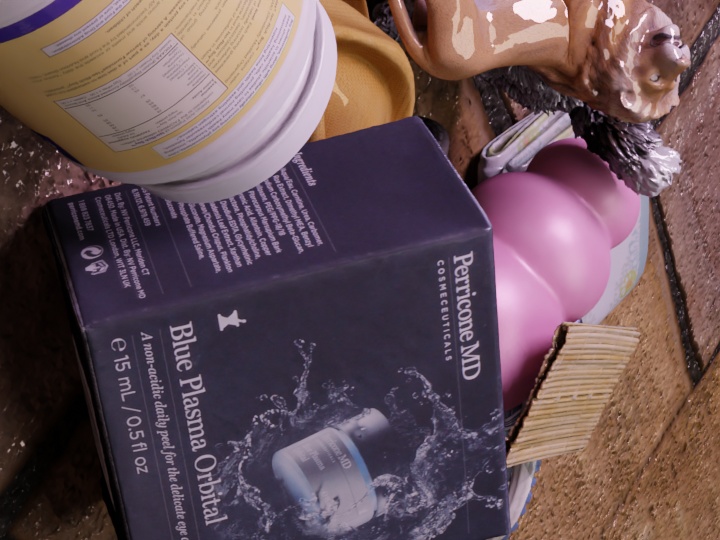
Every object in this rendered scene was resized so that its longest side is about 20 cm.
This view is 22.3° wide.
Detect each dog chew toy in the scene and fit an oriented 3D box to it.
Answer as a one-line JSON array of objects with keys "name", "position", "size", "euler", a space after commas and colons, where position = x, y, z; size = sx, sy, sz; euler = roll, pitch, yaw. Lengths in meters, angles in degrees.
[{"name": "dog chew toy", "position": [0.100, -0.004, 1.149], "size": [0.200, 0.124, 0.125], "euler": [-46, 142, -13]}]

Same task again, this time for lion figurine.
[{"name": "lion figurine", "position": [0.085, -0.138, 1.004], "size": [0.199, 0.072, 0.123], "euler": [-5, 97, -16]}]

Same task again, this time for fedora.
[{"name": "fedora", "position": [-0.028, -0.091, 0.971], "size": [0.200, 0.082, 0.201], "euler": [-31, 130, -46]}]

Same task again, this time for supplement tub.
[{"name": "supplement tub", "position": [-0.107, -0.125, 0.779], "size": [0.146, 0.145, 0.200], "euler": [-64, 147, -11]}]

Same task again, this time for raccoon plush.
[{"name": "raccoon plush", "position": [0.101, -0.126, 1.069], "size": [0.134, 0.200, 0.097], "euler": [-20, 149, -52]}]

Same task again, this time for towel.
[{"name": "towel", "position": [0.143, -0.031, 1.297], "size": [0.171, 0.048, 0.200], "euler": [-36, 134, -38]}]

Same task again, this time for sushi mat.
[{"name": "sushi mat", "position": [0.135, 0.077, 1.164], "size": [0.096, 0.012, 0.200], "euler": [-63, 160, 7]}]

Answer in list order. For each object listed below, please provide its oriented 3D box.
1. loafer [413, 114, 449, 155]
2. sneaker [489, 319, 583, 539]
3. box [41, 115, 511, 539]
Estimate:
[{"name": "loafer", "position": [0.000, 0.000, 1.070], "size": [0.200, 0.073, 0.071], "euler": [-53, 144, -25]}, {"name": "sneaker", "position": [0.085, 0.103, 1.256], "size": [0.077, 0.085, 0.200], "euler": [-90, -165, -64]}, {"name": "box", "position": [-0.038, 0.052, 0.917], "size": [0.199, 0.118, 0.197], "euler": [-14, 125, -11]}]
